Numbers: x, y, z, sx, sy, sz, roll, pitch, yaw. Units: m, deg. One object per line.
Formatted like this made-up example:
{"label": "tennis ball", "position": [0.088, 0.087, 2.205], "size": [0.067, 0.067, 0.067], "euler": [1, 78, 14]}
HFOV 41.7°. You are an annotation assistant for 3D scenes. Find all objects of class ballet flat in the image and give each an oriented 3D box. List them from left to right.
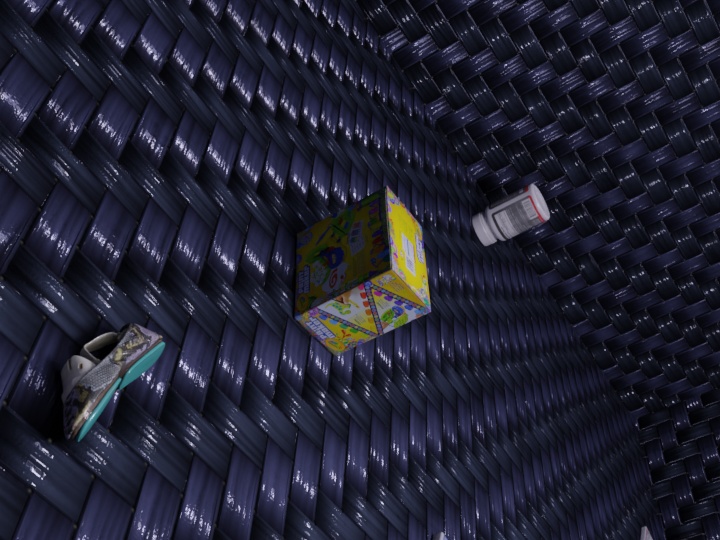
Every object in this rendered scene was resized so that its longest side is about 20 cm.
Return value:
{"label": "ballet flat", "position": [-0.281, 0.112, 1.013], "size": [0.072, 0.072, 0.200], "euler": [59, 22, -12]}

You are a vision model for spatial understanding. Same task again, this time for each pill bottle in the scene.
{"label": "pill bottle", "position": [0.426, -0.154, 2.690], "size": [0.114, 0.199, 0.114], "euler": [48, 26, -34]}

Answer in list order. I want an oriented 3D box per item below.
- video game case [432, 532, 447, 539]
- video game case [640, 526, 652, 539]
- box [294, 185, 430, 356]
{"label": "video game case", "position": [0.159, 0.564, 1.555], "size": [0.183, 0.022, 0.200], "euler": [58, 22, -16]}
{"label": "video game case", "position": [0.902, 0.899, 2.876], "size": [0.201, 0.017, 0.143], "euler": [64, 22, -1]}
{"label": "box", "position": [0.000, 0.000, 1.576], "size": [0.122, 0.192, 0.201], "euler": [46, 29, -37]}
